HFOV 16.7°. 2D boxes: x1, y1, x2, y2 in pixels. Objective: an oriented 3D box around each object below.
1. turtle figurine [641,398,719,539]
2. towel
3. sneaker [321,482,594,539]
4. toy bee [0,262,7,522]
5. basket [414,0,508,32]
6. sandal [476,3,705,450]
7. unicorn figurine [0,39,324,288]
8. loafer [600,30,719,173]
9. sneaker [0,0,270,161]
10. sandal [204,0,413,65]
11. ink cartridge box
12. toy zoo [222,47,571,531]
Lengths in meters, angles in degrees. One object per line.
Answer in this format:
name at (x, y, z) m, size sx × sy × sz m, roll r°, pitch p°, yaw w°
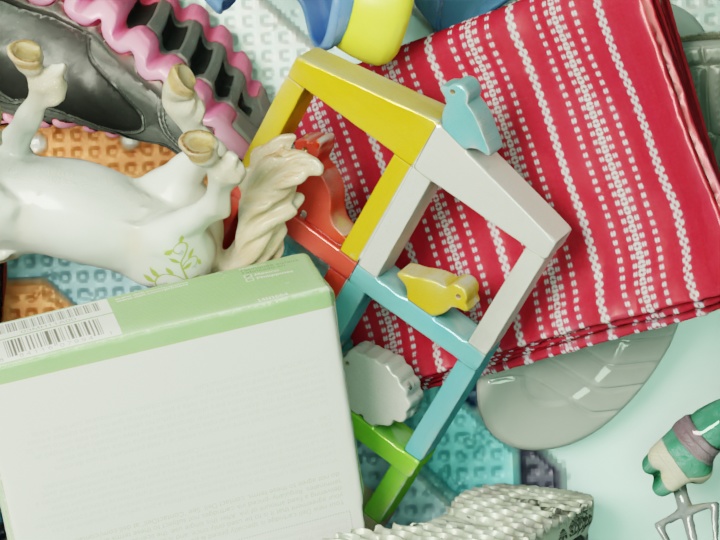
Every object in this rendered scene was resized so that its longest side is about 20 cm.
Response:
turtle figurine at (0.203, 0.054, 1.030) m, size 0.150 × 0.101 × 0.200 m, roll 5°, pitch 80°, yaw -13°
towel at (0.059, -0.033, 1.007) m, size 0.200 × 0.022 × 0.145 m, roll -18°, pitch 87°, yaw 38°
sneaker at (0.039, 0.152, 0.995) m, size 0.070 × 0.200 × 0.100 m, roll 8°, pitch 101°, yaw 33°
toy bee at (-0.175, 0.089, 1.031) m, size 0.131 × 0.109 × 0.200 m, roll -15°, pitch 90°, yaw 1°
basket at (0.108, -0.182, 0.994) m, size 0.200 × 0.176 × 0.139 m, roll -36°, pitch 76°, yaw -12°
sandal at (0.104, -0.019, 1.055) m, size 0.082 × 0.050 × 0.203 m, roll 15°, pitch 104°, yaw -14°
unicorn figurine at (-0.123, -0.035, 0.995) m, size 0.200 × 0.137 × 0.074 m, roll 25°, pitch 55°, yaw 6°
loafer at (0.195, -0.062, 1.003) m, size 0.200 × 0.070 × 0.075 m, roll 4°, pitch 106°, yaw 2°
sneaker at (-0.130, -0.090, 1.054) m, size 0.200 × 0.079 × 0.095 m, roll 35°, pitch 113°, yaw 1°
sandal at (-0.036, -0.180, 1.014) m, size 0.087 × 0.079 × 0.200 m, roll -5°, pitch 70°, yaw -18°
ink cartridge box at (-0.070, 0.106, 1.000) m, size 0.145 × 0.048 × 0.200 m, roll -13°, pitch 113°, yaw -11°
toy zoo at (0.000, 0.000, 1.012) m, size 0.131 × 0.020 × 0.200 m, roll 36°, pitch 120°, yaw 12°
